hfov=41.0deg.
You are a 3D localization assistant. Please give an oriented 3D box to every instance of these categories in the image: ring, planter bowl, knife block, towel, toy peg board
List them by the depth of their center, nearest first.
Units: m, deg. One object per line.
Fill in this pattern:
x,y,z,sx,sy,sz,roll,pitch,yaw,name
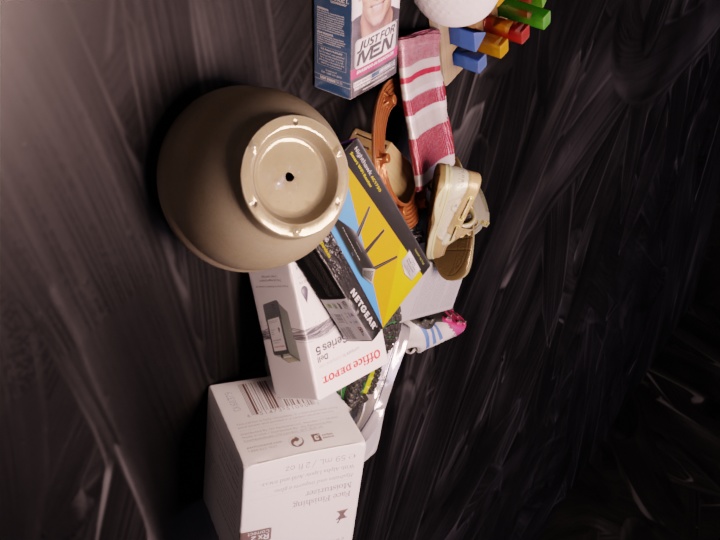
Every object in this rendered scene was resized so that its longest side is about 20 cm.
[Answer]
-0.092,-0.094,0.989,0.199,0.134,0.202,-3,95,-30,planter bowl
0.060,-0.155,1.284,0.200,0.019,0.202,-3,90,-66,ring
0.091,-0.222,1.311,0.144,0.023,0.201,-40,124,-60,towel
0.192,-0.389,1.375,0.199,0.097,0.201,-50,148,-27,toy peg board
0.054,-0.128,1.383,0.175,0.064,0.201,-37,141,-43,knife block

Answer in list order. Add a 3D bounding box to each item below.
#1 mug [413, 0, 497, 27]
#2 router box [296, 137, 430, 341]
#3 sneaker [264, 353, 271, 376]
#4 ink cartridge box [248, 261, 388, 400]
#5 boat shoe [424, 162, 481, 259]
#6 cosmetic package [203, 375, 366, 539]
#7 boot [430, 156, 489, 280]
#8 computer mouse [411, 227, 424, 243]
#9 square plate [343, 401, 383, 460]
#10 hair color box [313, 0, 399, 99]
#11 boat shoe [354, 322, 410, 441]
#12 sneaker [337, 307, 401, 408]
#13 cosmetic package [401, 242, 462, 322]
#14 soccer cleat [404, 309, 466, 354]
0.136,-0.413,1.195,0.200,0.147,0.176,-38,145,-22,mug
-0.010,-0.037,1.176,0.149,0.051,0.201,-51,121,-35,router box
-0.072,0.160,1.382,0.200,0.072,0.072,52,52,-59,sneaker
-0.054,0.047,1.227,0.145,0.084,0.202,-22,105,-46,ink cartridge box
0.125,-0.073,1.322,0.200,0.066,0.075,94,1,-65,boat shoe
-0.106,0.264,1.262,0.164,0.165,0.201,-8,123,-22,cosmetic package
0.163,-0.071,1.549,0.155,0.072,0.202,29,55,-65,boot
0.000,0.000,1.382,0.199,0.046,0.141,-31,164,-4,computer mouse
-0.014,0.274,1.628,0.200,0.028,0.199,-27,134,-49,square plate
-0.003,-0.316,1.138,0.100,0.060,0.201,-39,142,-40,hair color box
0.018,0.172,1.550,0.072,0.065,0.201,-172,-77,-81,boat shoe
-0.004,0.108,1.443,0.078,0.085,0.201,-14,133,-52,sneaker
0.090,0.016,1.552,0.200,0.071,0.102,-9,121,-58,cosmetic package
0.113,0.104,1.682,0.087,0.070,0.200,-56,153,18,soccer cleat
